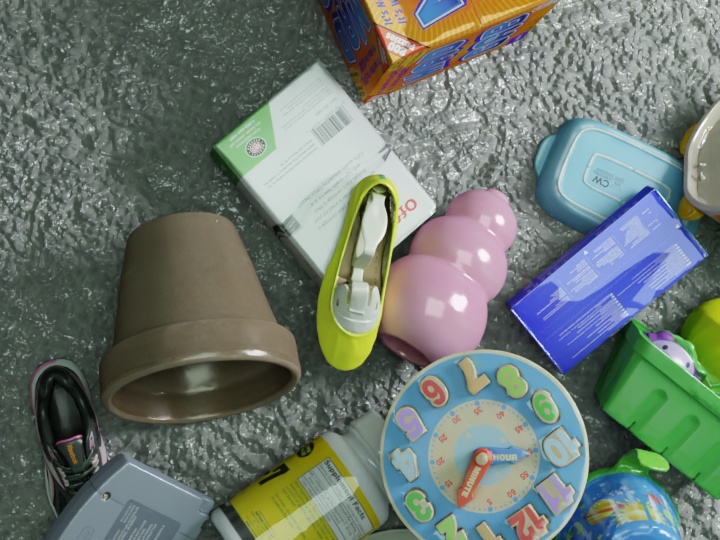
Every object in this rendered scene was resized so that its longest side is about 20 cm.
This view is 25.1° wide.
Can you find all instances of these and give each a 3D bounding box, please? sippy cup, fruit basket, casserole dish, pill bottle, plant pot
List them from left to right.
[{"bbox_3d":[-0.171,0.043,1.622,0.199,0.200,0.176,-8,68,-9],"label":"plant pot"},{"bbox_3d":[-0.043,0.237,1.646,0.199,0.114,0.115,-34,91,-10],"label":"pill bottle"},{"bbox_3d":[0.286,-0.091,1.762,0.199,0.039,0.122,25,82,-5],"label":"casserole dish"},{"bbox_3d":[0.276,0.286,1.665,0.139,0.130,0.179,-23,101,0],"label":"sippy cup"},{"bbox_3d":[0.373,0.107,1.713,0.214,0.156,0.217,0,99,2],"label":"fruit basket"}]

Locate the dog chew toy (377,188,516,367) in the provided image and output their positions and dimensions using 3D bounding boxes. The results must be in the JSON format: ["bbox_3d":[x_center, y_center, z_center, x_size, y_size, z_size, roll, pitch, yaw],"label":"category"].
[{"bbox_3d":[0.096,0.001,1.688,0.124,0.125,0.201,34,73,-4],"label":"dog chew toy"}]

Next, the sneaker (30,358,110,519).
[{"bbox_3d":[-0.290,0.189,1.626,0.080,0.086,0.201,-22,91,-8],"label":"sneaker"}]

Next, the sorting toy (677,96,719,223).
[{"bbox_3d":[0.437,-0.074,1.737,0.180,0.107,0.201,37,43,-25],"label":"sorting toy"}]

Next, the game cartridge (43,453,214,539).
[{"bbox_3d":[-0.250,0.286,1.612,0.133,0.040,0.201,32,91,-33],"label":"game cartridge"}]

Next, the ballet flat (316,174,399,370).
[{"bbox_3d":[0.000,0.000,1.613,0.066,0.067,0.201,13,85,-10],"label":"ballet flat"}]

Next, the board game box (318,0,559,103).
[{"bbox_3d":[0.066,-0.318,1.666,0.199,0.200,0.201,-23,88,-10],"label":"board game box"}]

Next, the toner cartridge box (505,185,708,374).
[{"bbox_3d":[0.261,0.010,1.723,0.200,0.043,0.095,-39,98,3],"label":"toner cartridge box"}]

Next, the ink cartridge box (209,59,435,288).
[{"bbox_3d":[-0.040,-0.093,1.689,0.146,0.084,0.200,-39,93,-9],"label":"ink cartridge box"}]

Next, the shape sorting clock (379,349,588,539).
[{"bbox_3d":[0.116,0.175,1.525,0.199,0.039,0.202,0,90,7],"label":"shape sorting clock"}]

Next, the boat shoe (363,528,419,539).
[{"bbox_3d":[-0.004,0.333,1.681,0.199,0.073,0.062,-24,132,-16],"label":"boat shoe"}]
